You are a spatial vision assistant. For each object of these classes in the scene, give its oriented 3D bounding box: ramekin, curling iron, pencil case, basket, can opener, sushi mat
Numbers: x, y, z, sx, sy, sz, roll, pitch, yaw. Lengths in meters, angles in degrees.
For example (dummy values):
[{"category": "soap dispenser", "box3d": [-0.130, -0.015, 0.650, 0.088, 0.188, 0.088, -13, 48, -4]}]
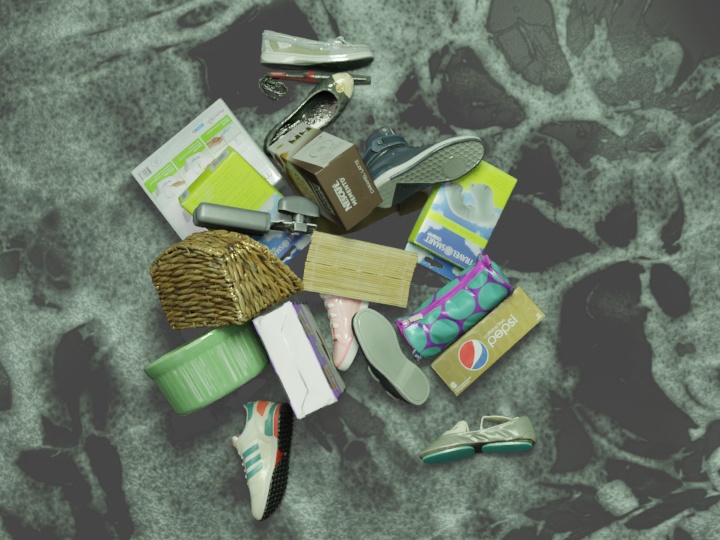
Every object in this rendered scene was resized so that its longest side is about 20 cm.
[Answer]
[{"category": "ramekin", "box3d": [-0.244, 0.153, 1.400, 0.199, 0.200, 0.098, -29, 93, 1]}, {"category": "curling iron", "box3d": [-0.080, -0.330, 1.502, 0.198, 0.026, 0.050, -5, 107, -2]}, {"category": "pencil case", "box3d": [0.154, 0.060, 1.414, 0.200, 0.092, 0.085, -40, 46, 12]}, {"category": "basket", "box3d": [-0.217, 0.000, 1.352, 0.199, 0.149, 0.144, -7, 106, 44]}, {"category": "can opener", "box3d": [-0.160, -0.090, 1.337, 0.198, 0.053, 0.068, 8, 77, -22]}, {"category": "sushi mat", "box3d": [0.000, 0.000, 1.399, 0.198, 0.012, 0.097, 11, 100, -25]}]

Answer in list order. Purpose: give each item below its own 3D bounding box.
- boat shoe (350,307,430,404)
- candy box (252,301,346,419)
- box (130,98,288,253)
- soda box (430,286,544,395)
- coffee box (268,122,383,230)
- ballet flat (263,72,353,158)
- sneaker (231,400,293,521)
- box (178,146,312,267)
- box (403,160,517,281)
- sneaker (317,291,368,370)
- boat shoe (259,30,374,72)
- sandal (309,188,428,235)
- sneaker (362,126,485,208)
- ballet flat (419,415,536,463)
[{"category": "boat shoe", "box3d": [0.037, 0.146, 1.412, 0.076, 0.060, 0.201, -45, 112, -31]}, {"category": "candy box", "box3d": [-0.094, 0.140, 1.385, 0.071, 0.200, 0.169, -26, 86, 2]}, {"category": "box", "box3d": [-0.255, -0.156, 1.464, 0.200, 0.097, 0.177, -40, 86, 0]}, {"category": "soda box", "box3d": [0.212, 0.117, 1.438, 0.200, 0.064, 0.068, -42, 86, 0]}, {"category": "coffee box", "box3d": [-0.059, -0.156, 1.384, 0.079, 0.200, 0.115, -38, 120, -12]}, {"category": "ballet flat", "box3d": [-0.086, -0.263, 1.476, 0.200, 0.057, 0.067, -43, 103, 2]}, {"category": "sneaker", "box3d": [-0.174, 0.319, 1.456, 0.092, 0.070, 0.202, 7, 89, 21]}, {"category": "box", "box3d": [-0.181, -0.088, 1.384, 0.122, 0.048, 0.200, -44, 119, 2]}, {"category": "box", "box3d": [0.167, -0.091, 1.450, 0.121, 0.048, 0.202, 26, 88, -11]}, {"category": "sneaker", "box3d": [-0.041, 0.061, 1.443, 0.104, 0.075, 0.202, 16, 80, -11]}, {"category": "boat shoe", "box3d": [-0.076, -0.383, 1.481, 0.199, 0.074, 0.066, 2, 91, 10]}, {"category": "sandal", "box3d": [0.008, -0.123, 1.474, 0.209, 0.078, 0.070, -14, 53, -5]}, {"category": "sneaker", "box3d": [0.097, -0.199, 1.420, 0.200, 0.147, 0.077, -22, 130, 5]}, {"category": "ballet flat", "box3d": [0.194, 0.281, 1.439, 0.198, 0.068, 0.064, -8, 59, 2]}]
